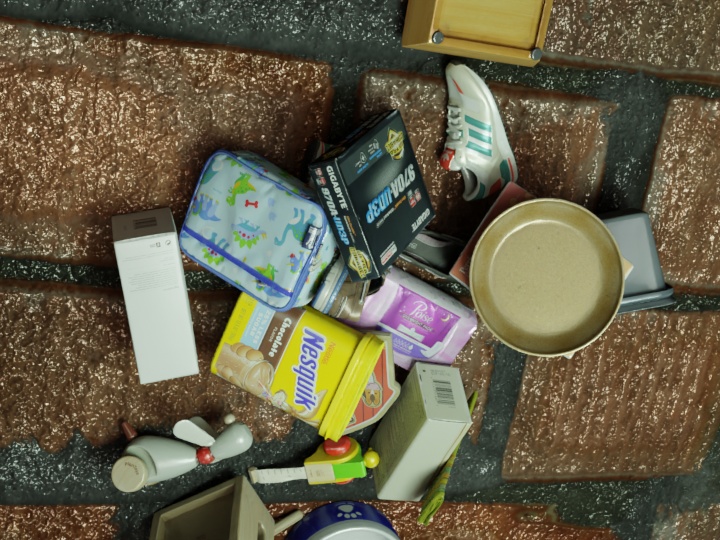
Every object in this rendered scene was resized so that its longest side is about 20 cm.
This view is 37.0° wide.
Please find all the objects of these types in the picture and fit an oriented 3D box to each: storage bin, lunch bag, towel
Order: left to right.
[{"bbox_3d":[-0.129,-0.050,1.384,0.199,0.082,0.162,32,107,19],"label":"lunch bag"},{"bbox_3d":[0.133,0.275,1.582,0.018,0.201,0.086,27,138,0],"label":"towel"},{"bbox_3d":[0.344,-0.012,1.568,0.197,0.146,0.136,-9,97,4],"label":"storage bin"}]

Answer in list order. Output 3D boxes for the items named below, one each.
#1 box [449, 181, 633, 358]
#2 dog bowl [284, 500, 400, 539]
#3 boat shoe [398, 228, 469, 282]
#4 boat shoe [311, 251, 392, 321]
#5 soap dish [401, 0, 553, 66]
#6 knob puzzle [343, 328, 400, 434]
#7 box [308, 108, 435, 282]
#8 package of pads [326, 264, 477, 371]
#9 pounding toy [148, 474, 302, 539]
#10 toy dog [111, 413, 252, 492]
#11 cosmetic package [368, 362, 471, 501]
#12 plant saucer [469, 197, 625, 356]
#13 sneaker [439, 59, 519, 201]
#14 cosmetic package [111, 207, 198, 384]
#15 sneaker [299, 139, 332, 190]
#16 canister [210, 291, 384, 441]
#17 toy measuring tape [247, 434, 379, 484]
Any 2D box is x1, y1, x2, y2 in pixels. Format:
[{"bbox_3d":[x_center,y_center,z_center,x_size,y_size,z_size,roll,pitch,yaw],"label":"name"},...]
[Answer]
[{"bbox_3d":[0.242,0.000,1.463,0.199,0.106,0.153,34,93,6],"label":"box"},{"bbox_3d":[-0.026,0.465,1.675,0.197,0.079,0.203,-6,112,-15],"label":"dog bowl"},{"bbox_3d":[0.112,-0.021,1.536,0.198,0.057,0.068,20,104,-22],"label":"boat shoe"},{"bbox_3d":[0.000,0.000,1.426,0.072,0.201,0.072,31,134,-2],"label":"boat shoe"},{"bbox_3d":[0.163,-0.355,1.407,0.197,0.081,0.160,4,109,-19],"label":"soap dish"},{"bbox_3d":[-0.041,0.168,1.535,0.216,0.031,0.222,6,127,8],"label":"knob puzzle"},{"bbox_3d":[0.019,-0.100,1.384,0.045,0.200,0.161,-10,110,31],"label":"box"},{"bbox_3d":[0.058,0.067,1.544,0.198,0.076,0.121,28,106,-23],"label":"package of pads"},{"bbox_3d":[-0.194,0.404,1.559,0.182,0.201,0.143,-24,117,10],"label":"pounding toy"},{"bbox_3d":[-0.259,0.237,1.509,0.198,0.132,0.098,-17,83,-17],"label":"toy dog"},{"bbox_3d":[0.083,0.237,1.562,0.072,0.104,0.201,8,136,-19],"label":"cosmetic package"},{"bbox_3d":[0.239,0.009,1.391,0.197,0.035,0.204,0,89,6],"label":"plant saucer"},{"bbox_3d":[0.146,-0.185,1.473,0.093,0.070,0.201,-31,119,-9],"label":"sneaker"},{"bbox_3d":[-0.269,0.032,1.417,0.084,0.108,0.203,-9,112,-12],"label":"cosmetic package"},{"bbox_3d":[-0.043,-0.071,1.454,0.092,0.070,0.203,9,105,-15],"label":"sneaker"},{"bbox_3d":[-0.087,0.118,1.449,0.198,0.087,0.150,26,102,7],"label":"canister"},{"bbox_3d":[-0.067,0.285,1.613,0.197,0.074,0.075,-7,115,11],"label":"toy measuring tape"}]
